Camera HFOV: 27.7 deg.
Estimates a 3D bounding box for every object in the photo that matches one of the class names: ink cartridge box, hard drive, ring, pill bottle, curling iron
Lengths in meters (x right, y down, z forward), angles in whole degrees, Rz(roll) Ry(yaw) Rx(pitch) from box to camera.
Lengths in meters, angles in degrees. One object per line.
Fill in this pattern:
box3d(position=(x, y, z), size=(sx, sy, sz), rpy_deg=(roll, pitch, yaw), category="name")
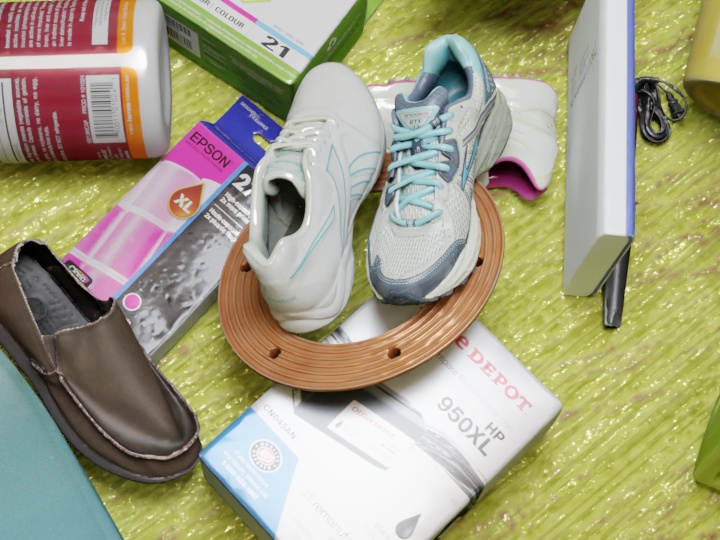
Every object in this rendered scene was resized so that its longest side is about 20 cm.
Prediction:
box3d(position=(-0.117, -0.035, 1.042), size=(0.095, 0.037, 0.200), rpy_deg=(40, 72, 9), category="ink cartridge box")
box3d(position=(0.167, -0.097, 1.025), size=(0.025, 0.132, 0.201), rpy_deg=(4, 72, -2), category="hard drive")
box3d(position=(0.000, 0.000, 0.969), size=(0.199, 0.019, 0.201), rpy_deg=(-12, 49, 13), category="ring")
box3d(position=(-0.236, -0.132, 1.024), size=(0.199, 0.113, 0.114), rpy_deg=(-2, 72, -2), category="pill bottle")
box3d(position=(0.013, 0.114, 0.973), size=(0.200, 0.084, 0.145), rpy_deg=(-42, 78, -15), category="ink cartridge box")
box3d(position=(-0.054, -0.235, 1.087), size=(0.148, 0.076, 0.200), rpy_deg=(33, 75, 8), category="ink cartridge box")
box3d(position=(0.201, -0.054, 1.068), size=(0.049, 0.026, 0.201), rpy_deg=(13, 72, 4), category="curling iron")

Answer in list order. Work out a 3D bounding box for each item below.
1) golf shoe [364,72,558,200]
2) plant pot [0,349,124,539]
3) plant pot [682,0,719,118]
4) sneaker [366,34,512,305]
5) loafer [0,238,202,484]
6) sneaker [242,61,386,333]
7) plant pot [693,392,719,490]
box3d(position=(0.048, -0.089, 1.049), size=(0.199, 0.075, 0.092), rpy_deg=(-4, 75, -3), category="golf shoe")
box3d(position=(-0.242, 0.143, 0.927), size=(0.141, 0.142, 0.200), rpy_deg=(-27, 67, -11), category="plant pot")
box3d(position=(0.328, -0.192, 1.043), size=(0.200, 0.201, 0.190), rpy_deg=(24, 88, 5), category="plant pot")
box3d(position=(0.039, -0.068, 0.939), size=(0.077, 0.086, 0.201), rpy_deg=(-1, 51, 23), category="sneaker")
box3d(position=(-0.180, 0.058, 0.966), size=(0.200, 0.071, 0.073), rpy_deg=(43, 49, 5), category="loafer")
box3d(position=(-0.031, -0.064, 0.956), size=(0.070, 0.080, 0.201), rpy_deg=(-6, 56, 21), category="sneaker")
box3d(position=(0.350, 0.059, 0.956), size=(0.198, 0.200, 0.182), rpy_deg=(17, 64, 3), category="plant pot")
